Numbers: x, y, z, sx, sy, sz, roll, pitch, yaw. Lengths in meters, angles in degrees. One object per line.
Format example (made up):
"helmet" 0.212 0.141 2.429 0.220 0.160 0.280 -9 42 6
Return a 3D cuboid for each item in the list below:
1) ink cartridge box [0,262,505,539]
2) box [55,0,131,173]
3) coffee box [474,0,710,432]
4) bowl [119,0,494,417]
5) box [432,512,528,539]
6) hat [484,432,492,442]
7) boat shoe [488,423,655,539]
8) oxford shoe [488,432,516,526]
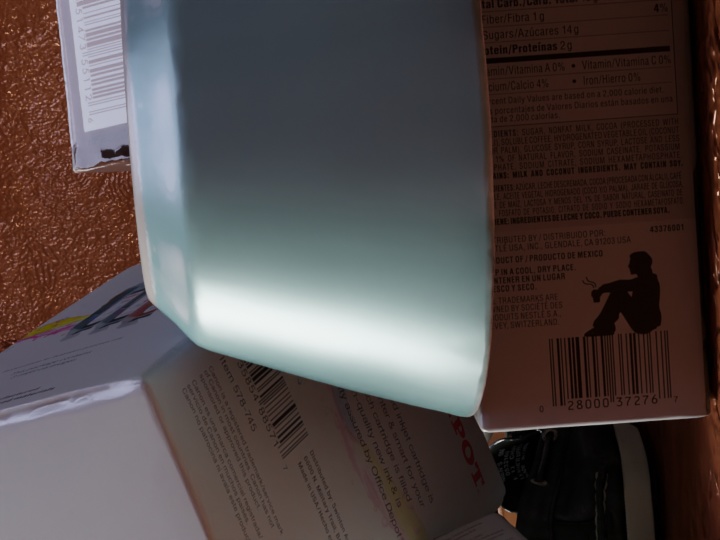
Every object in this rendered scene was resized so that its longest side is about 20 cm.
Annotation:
"ink cartridge box" -0.060 0.080 0.782 0.200 0.144 0.146 -39 -71 -57
"box" -0.048 -0.101 0.944 0.199 0.074 0.101 -5 -92 -52
"coffee box" 0.067 -0.054 0.699 0.113 0.079 0.202 -104 10 -86
"bowl" -0.022 -0.051 0.658 0.201 0.104 0.203 176 90 -87
"box" 0.080 0.211 0.764 0.144 0.036 0.202 44 145 50
"hat" 0.000 0.000 0.925 0.081 0.199 0.201 -55 -24 -32
"boat shoe" 0.088 0.088 0.898 0.200 0.065 0.075 -89 -6 -74
"oxford shoe" 0.092 0.082 1.171 0.071 0.071 0.202 79 -171 -69
